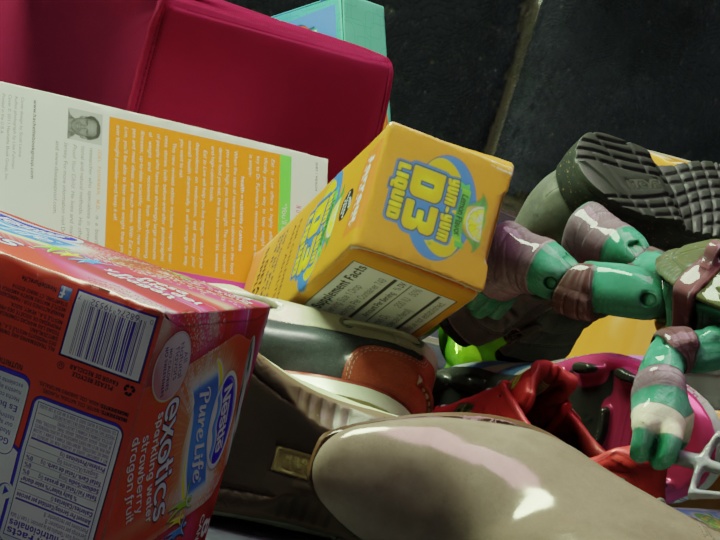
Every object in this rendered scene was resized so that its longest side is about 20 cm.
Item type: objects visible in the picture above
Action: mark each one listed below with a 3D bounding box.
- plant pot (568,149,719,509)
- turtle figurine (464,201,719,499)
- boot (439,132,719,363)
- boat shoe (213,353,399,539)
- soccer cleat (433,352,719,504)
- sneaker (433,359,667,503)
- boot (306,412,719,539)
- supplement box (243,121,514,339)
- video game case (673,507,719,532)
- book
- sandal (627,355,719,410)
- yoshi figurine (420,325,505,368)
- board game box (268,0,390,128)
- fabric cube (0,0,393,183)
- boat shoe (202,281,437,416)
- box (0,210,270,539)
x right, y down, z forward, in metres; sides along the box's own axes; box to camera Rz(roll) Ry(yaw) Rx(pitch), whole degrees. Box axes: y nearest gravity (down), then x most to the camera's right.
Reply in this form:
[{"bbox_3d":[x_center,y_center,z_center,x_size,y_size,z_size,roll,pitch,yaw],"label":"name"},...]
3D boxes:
[{"bbox_3d":[0.196,0.033,1.227,0.199,0.184,0.200,16,6,-2],"label":"plant pot"},{"bbox_3d":[0.149,0.032,0.891,0.200,0.101,0.149,30,11,37],"label":"turtle figurine"},{"bbox_3d":[0.136,0.003,1.068,0.199,0.131,0.068,17,43,-36],"label":"boot"},{"bbox_3d":[-0.047,0.070,0.860,0.199,0.072,0.076,25,-8,-10],"label":"boat shoe"},{"bbox_3d":[0.112,0.075,1.031,0.086,0.070,0.199,9,-3,-42],"label":"soccer cleat"},{"bbox_3d":[0.065,0.078,0.940,0.077,0.085,0.199,11,8,-44],"label":"sneaker"},{"bbox_3d":[0.086,0.113,0.774,0.199,0.071,0.146,15,9,-14],"label":"boot"},{"bbox_3d":[0.000,0.000,0.969,0.068,0.067,0.200,22,-23,-15],"label":"supplement box"},{"bbox_3d":[0.211,0.150,0.980,0.181,0.022,0.199,22,8,42],"label":"video game case"},{"bbox_3d":[-0.106,-0.007,1.041,0.199,0.135,0.048,13,-20,-39],"label":"book"},{"bbox_3d":[0.212,0.048,1.085,0.201,0.050,0.082,1,-2,13],"label":"sandal"},{"bbox_3d":[0.044,0.036,1.365,0.199,0.113,0.112,-4,-24,-33],"label":"yoshi figurine"},{"bbox_3d":[-0.069,-0.075,1.316,0.199,0.153,0.045,-11,-13,38],"label":"board game box"},{"bbox_3d":[-0.134,-0.069,1.211,0.199,0.197,0.199,22,8,38],"label":"fabric cube"},{"bbox_3d":[-0.064,0.036,0.928,0.199,0.071,0.063,14,43,6],"label":"boat shoe"},{"bbox_3d":[-0.146,0.029,0.740,0.199,0.100,0.095,18,6,19],"label":"box"}]
